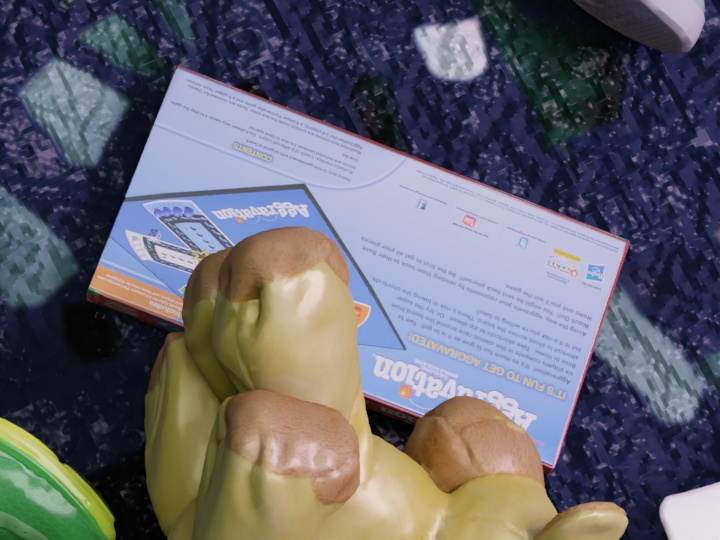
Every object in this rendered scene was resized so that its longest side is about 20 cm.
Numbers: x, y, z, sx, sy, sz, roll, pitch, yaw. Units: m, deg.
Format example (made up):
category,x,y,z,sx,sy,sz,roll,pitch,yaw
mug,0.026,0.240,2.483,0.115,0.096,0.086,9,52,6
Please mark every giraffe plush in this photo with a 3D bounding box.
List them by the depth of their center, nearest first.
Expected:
category,x,y,z,sx,sy,sz,roll,pitch,yaw
giraffe plush,0.009,0.095,1.125,0.161,0.172,0.201,9,79,-15

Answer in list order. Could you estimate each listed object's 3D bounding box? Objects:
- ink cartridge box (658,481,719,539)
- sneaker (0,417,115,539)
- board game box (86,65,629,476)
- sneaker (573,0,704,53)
category,x,y,z,sx,sy,sz,roll,pitch,yaw
ink cartridge box,0.189,0.175,1.165,0.115,0.068,0.201,-15,77,-12
sneaker,-0.189,0.088,1.137,0.199,0.074,0.084,13,70,5
board game box,0.000,0.000,1.214,0.199,0.019,0.103,21,71,-2
sneaker,0.100,-0.192,1.252,0.118,0.074,0.201,-40,80,-10
